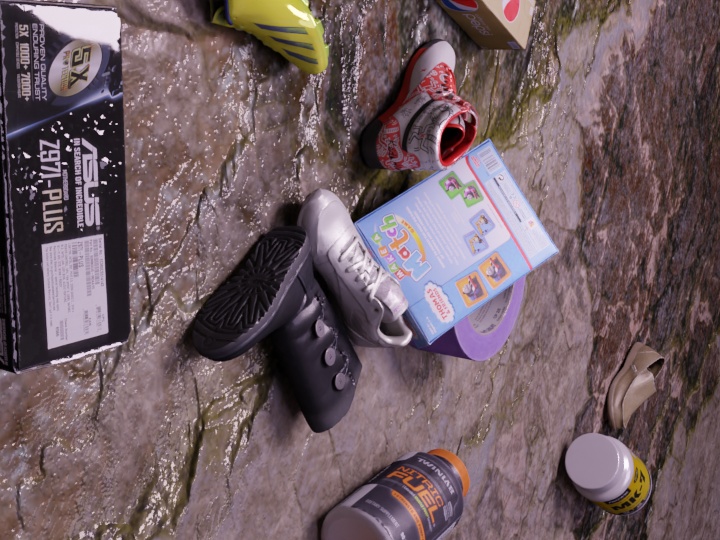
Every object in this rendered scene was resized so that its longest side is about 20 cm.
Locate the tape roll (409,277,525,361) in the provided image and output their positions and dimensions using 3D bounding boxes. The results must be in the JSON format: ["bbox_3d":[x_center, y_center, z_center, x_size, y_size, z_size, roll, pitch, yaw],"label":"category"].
[{"bbox_3d":[0.125,0.005,1.210,0.199,0.084,0.203,-18,112,-55],"label":"tape roll"}]

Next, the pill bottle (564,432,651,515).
[{"bbox_3d":[0.432,0.355,1.727,0.200,0.113,0.115,38,66,-53],"label":"pill bottle"}]

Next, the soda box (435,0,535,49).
[{"bbox_3d":[0.138,-0.335,1.173,0.199,0.063,0.069,26,76,-56],"label":"soda box"}]

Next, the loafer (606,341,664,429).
[{"bbox_3d":[0.523,0.218,1.875,0.201,0.067,0.076,-58,140,-31],"label":"loafer"}]

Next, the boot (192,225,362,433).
[{"bbox_3d":[-0.072,0.084,0.956,0.165,0.065,0.201,-52,141,-34],"label":"boot"}]

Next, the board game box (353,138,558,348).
[{"bbox_3d":[0.104,-0.032,1.087,0.199,0.037,0.152,-32,91,-24],"label":"board game box"}]

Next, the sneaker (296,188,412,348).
[{"bbox_3d":[0.000,0.000,1.006,0.075,0.099,0.201,-52,135,-33],"label":"sneaker"}]

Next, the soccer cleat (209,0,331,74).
[{"bbox_3d":[-0.092,-0.234,0.866,0.084,0.065,0.200,-43,144,-3],"label":"soccer cleat"}]

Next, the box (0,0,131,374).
[{"bbox_3d":[-0.226,-0.056,0.593,0.086,0.162,0.203,-15,109,-54],"label":"box"}]

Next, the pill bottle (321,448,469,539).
[{"bbox_3d":[0.050,0.277,1.139,0.199,0.105,0.108,-26,118,-52],"label":"pill bottle"}]

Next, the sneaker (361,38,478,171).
[{"bbox_3d":[0.091,-0.182,1.095,0.202,0.107,0.068,-57,139,-33],"label":"sneaker"}]
